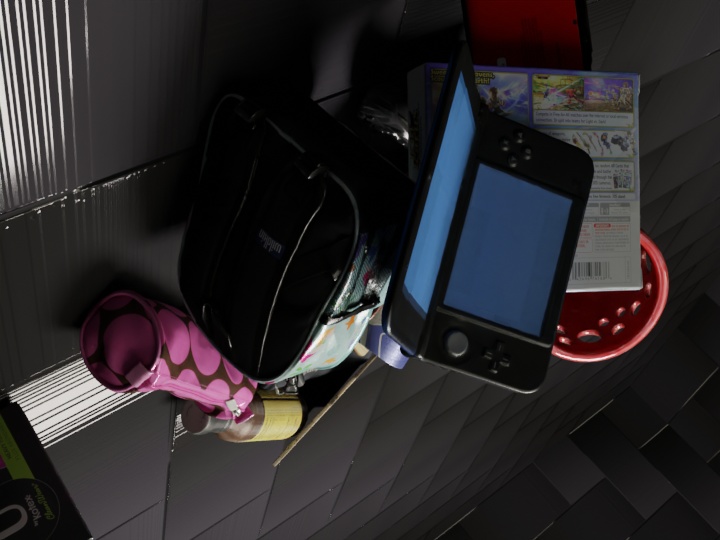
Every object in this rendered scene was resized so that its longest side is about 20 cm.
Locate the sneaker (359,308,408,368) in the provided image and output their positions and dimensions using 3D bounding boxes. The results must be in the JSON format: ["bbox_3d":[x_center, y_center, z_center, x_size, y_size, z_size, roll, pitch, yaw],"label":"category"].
[{"bbox_3d":[0.082,0.010,0.833,0.080,0.115,0.201,19,99,-51],"label":"sneaker"}]

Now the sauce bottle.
[{"bbox_3d":[-0.133,0.165,1.007,0.065,0.065,0.200,-48,154,11],"label":"sauce bottle"}]

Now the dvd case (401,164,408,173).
[{"bbox_3d":[0.113,-0.104,0.992,0.150,0.025,0.200,-44,156,3],"label":"dvd case"}]

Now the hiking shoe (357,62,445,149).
[{"bbox_3d":[0.067,-0.157,0.797,0.199,0.075,0.101,4,112,-63],"label":"hiking shoe"}]

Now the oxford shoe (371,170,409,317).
[{"bbox_3d":[0.037,-0.036,0.790,0.200,0.070,0.075,-44,-177,2],"label":"oxford shoe"}]

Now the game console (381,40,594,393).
[{"bbox_3d":[0.098,-0.028,0.616,0.118,0.169,0.202,164,-56,-73],"label":"game console"}]

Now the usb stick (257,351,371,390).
[{"bbox_3d":[-0.051,0.109,1.077,0.199,0.033,0.056,-7,139,-53],"label":"usb stick"}]

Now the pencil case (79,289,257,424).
[{"bbox_3d":[-0.162,0.084,0.782,0.090,0.094,0.200,-28,157,12],"label":"pencil case"}]

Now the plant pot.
[{"bbox_3d":[0.300,-0.002,1.201,0.201,0.200,0.183,-51,-168,18],"label":"plant pot"}]

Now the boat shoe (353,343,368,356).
[{"bbox_3d":[-0.007,0.033,0.978,0.072,0.072,0.200,-39,149,-8],"label":"boat shoe"}]

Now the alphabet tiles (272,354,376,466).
[{"bbox_3d":[-0.043,0.181,1.158,0.167,0.006,0.200,-48,175,16],"label":"alphabet tiles"}]

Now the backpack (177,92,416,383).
[{"bbox_3d":[-0.052,-0.020,0.680,0.150,0.177,0.201,-7,130,-51],"label":"backpack"}]

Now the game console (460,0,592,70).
[{"bbox_3d":[0.163,-0.167,0.814,0.171,0.202,0.119,-10,-176,-17],"label":"game console"}]

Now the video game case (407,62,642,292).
[{"bbox_3d":[0.137,-0.073,0.722,0.198,0.184,0.045,-1,-178,-18],"label":"video game case"}]

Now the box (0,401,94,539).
[{"bbox_3d":[-0.306,0.241,0.751,0.124,0.149,0.201,-29,152,-26],"label":"box"}]

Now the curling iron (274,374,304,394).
[{"bbox_3d":[-0.076,0.110,0.927,0.025,0.050,0.200,-4,170,-2],"label":"curling iron"}]
